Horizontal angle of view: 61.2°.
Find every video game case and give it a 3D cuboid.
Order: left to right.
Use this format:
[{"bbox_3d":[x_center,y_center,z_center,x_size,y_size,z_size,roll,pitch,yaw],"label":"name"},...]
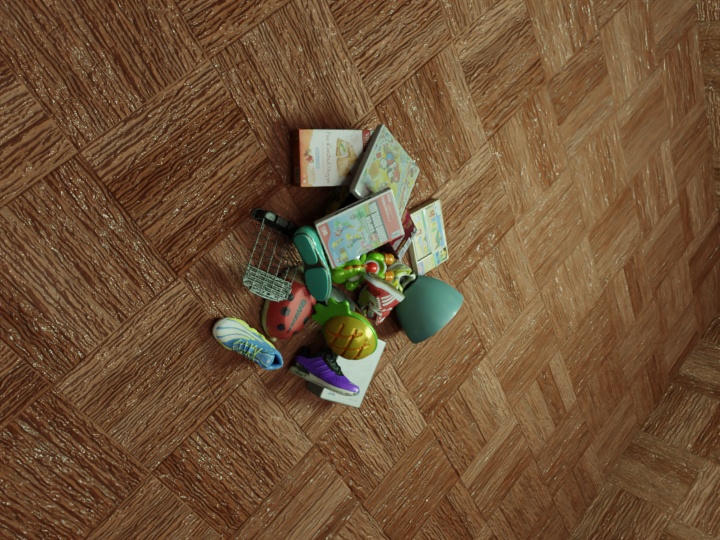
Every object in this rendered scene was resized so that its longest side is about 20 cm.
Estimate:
[{"bbox_3d":[0.000,-0.101,1.463,0.199,0.017,0.143,-26,131,-6],"label":"video game case"},{"bbox_3d":[0.064,-0.226,1.506,0.182,0.023,0.201,42,60,-41],"label":"video game case"}]

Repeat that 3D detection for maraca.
[{"bbox_3d":[-0.039,0.149,1.543,0.200,0.137,0.107,53,28,-23],"label":"maraca"}]

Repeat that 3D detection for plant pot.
[{"bbox_3d":[0.177,0.093,1.757,0.135,0.200,0.200,46,71,-8],"label":"plant pot"}]

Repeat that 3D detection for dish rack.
[{"bbox_3d":[-0.208,-0.033,1.443,0.153,0.054,0.201,26,74,-40],"label":"dish rack"}]

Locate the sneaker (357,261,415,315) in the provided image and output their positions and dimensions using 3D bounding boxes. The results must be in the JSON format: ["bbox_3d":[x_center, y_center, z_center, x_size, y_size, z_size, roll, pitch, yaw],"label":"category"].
[{"bbox_3d":[0.071,0.052,1.711,0.200,0.076,0.076,-46,129,-19],"label":"sneaker"}]

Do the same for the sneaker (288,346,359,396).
[{"bbox_3d":[-0.083,0.252,1.573,0.100,0.199,0.070,-66,160,-11],"label":"sneaker"}]

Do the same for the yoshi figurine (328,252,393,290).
[{"bbox_3d":[-0.010,-0.004,1.622,0.200,0.113,0.112,-2,135,-42],"label":"yoshi figurine"}]

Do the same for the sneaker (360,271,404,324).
[{"bbox_3d":[0.039,0.076,1.598,0.113,0.071,0.200,-48,150,5],"label":"sneaker"}]

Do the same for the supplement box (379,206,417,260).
[{"bbox_3d":[0.081,-0.126,1.638,0.109,0.061,0.200,-58,146,-16],"label":"supplement box"}]

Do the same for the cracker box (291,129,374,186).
[{"bbox_3d":[-0.063,-0.273,1.478,0.199,0.058,0.135,-6,101,-26],"label":"cracker box"}]

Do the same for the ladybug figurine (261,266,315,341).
[{"bbox_3d":[-0.170,0.088,1.523,0.136,0.072,0.201,26,86,-42],"label":"ladybug figurine"}]

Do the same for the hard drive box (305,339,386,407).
[{"bbox_3d":[-0.039,0.261,1.683,0.156,0.077,0.201,26,85,-41],"label":"hard drive box"}]

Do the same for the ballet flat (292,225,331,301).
[{"bbox_3d":[-0.107,-0.023,1.467,0.070,0.067,0.201,-66,146,-52],"label":"ballet flat"}]

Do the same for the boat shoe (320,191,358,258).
[{"bbox_3d":[-0.040,-0.122,1.496,0.202,0.072,0.060,-54,141,0],"label":"boat shoe"}]

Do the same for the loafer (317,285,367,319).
[{"bbox_3d":[-0.044,0.094,1.605,0.200,0.072,0.073,40,71,-53],"label":"loafer"}]

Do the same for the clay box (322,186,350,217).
[{"bbox_3d":[-0.022,-0.173,1.584,0.115,0.048,0.201,27,87,-39],"label":"clay box"}]

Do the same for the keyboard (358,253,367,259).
[{"bbox_3d":[0.015,-0.091,1.667,0.056,0.011,0.201,30,84,-36],"label":"keyboard"}]

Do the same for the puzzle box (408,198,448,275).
[{"bbox_3d":[0.195,-0.098,1.803,0.133,0.025,0.201,-30,121,-29],"label":"puzzle box"}]

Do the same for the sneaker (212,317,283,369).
[{"bbox_3d":[-0.257,0.178,1.456,0.200,0.105,0.076,36,79,-41],"label":"sneaker"}]
